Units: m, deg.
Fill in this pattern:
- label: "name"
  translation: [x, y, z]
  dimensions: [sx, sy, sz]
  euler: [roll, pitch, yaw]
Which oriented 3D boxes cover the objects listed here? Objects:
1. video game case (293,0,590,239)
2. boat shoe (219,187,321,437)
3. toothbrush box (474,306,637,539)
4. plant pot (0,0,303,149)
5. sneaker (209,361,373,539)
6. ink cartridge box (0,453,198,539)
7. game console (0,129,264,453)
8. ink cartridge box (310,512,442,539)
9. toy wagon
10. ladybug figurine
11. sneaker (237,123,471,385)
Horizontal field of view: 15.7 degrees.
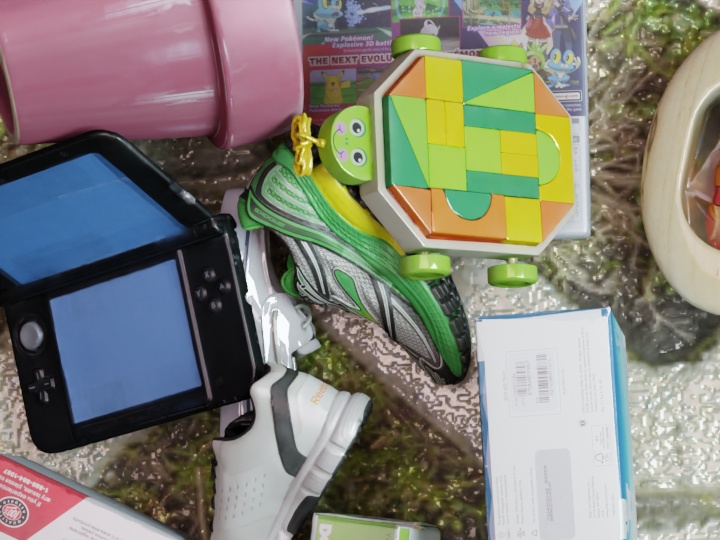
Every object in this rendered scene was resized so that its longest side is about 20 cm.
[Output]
- label: "video game case"
  translation: [0.053, -0.109, 1.744]
  dimensions: [0.199, 0.023, 0.183]
  euler: [-2, 83, 9]
- label: "boat shoe"
  translation: [-0.059, 0.045, 1.723]
  dimensions: [0.066, 0.074, 0.201]
  euler: [0, 96, 5]
- label: "toothbrush box"
  translation: [0.125, 0.106, 1.618]
  dimensions: [0.085, 0.200, 0.147]
  euler: [-4, 84, 9]
- label: "plant pot"
  translation: [-0.149, -0.163, 1.644]
  dimensions: [0.178, 0.200, 0.201]
  euler: [-15, 81, -12]
- label: "sneaker"
  translation: [-0.066, 0.138, 1.672]
  dimensions: [0.080, 0.074, 0.200]
  euler: [29, 119, 0]
- label: "ink cartridge box"
  translation: [-0.214, 0.239, 1.712]
  dimensions: [0.144, 0.084, 0.201]
  euler: [24, 87, 9]
- label: "game console"
  translation: [-0.183, 0.019, 1.680]
  dimensions: [0.199, 0.116, 0.177]
  euler: [-17, 82, 34]
- label: "ink cartridge box"
  translation: [-0.004, 0.226, 1.623]
  dimensions: [0.075, 0.200, 0.149]
  euler: [6, 84, 9]
- label: "toy wagon"
  translation: [0.049, -0.072, 1.652]
  dimensions: [0.199, 0.040, 0.156]
  euler: [5, 77, -33]
- label: "ladybug figurine"
  translation: [0.252, -0.068, 1.683]
  dimensions: [0.135, 0.072, 0.201]
  euler: [15, 86, 10]
- label: "sneaker"
  translation: [0.000, 0.000, 1.695]
  dimensions: [0.085, 0.078, 0.200]
  euler: [-37, 105, 15]
